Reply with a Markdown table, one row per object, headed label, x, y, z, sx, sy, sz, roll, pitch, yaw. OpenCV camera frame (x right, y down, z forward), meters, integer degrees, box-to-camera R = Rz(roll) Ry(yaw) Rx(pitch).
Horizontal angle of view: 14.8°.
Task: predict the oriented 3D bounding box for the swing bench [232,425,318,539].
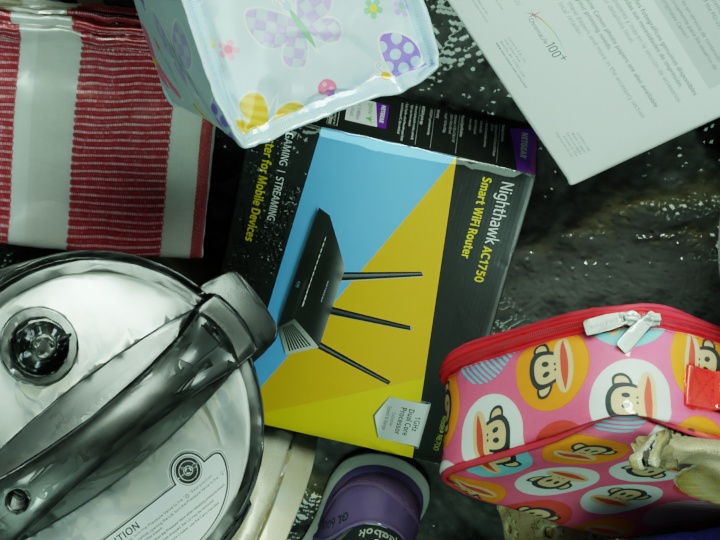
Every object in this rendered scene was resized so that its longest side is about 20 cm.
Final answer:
| label | x | y | z | sx | sy | sz | roll | pitch | yaw |
| --- | --- | --- | --- | --- | --- | --- | --- | --- | --- |
| swing bench | -0.159 | 0.142 | 1.541 | 0.198 | 0.130 | 0.200 | 27 | 127 | -10 |

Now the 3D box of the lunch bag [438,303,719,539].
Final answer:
| label | x | y | z | sx | sy | sz | roll | pitch | yaw |
| --- | --- | --- | --- | --- | --- | --- | --- | --- | --- |
| lunch bag | 0.155 | 0.078 | 1.412 | 0.199 | 0.082 | 0.176 | 18 | 154 | -41 |

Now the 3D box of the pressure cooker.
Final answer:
| label | x | y | z | sx | sy | sz | roll | pitch | yaw |
| --- | --- | --- | --- | --- | --- | --- | --- | --- | --- |
| pressure cooker | -0.140 | 0.078 | 1.366 | 0.177 | 0.200 | 0.177 | 11 | 85 | -13 |

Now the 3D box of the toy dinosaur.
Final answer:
| label | x | y | z | sx | sy | sz | roll | pitch | yaw |
| --- | --- | --- | --- | --- | --- | --- | --- | --- | --- |
| toy dinosaur | 0.208 | 0.109 | 1.358 | 0.101 | 0.059 | 0.200 | -11 | 147 | 35 |

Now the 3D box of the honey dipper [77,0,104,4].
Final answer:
| label | x | y | z | sx | sy | sz | roll | pitch | yaw |
| --- | --- | --- | --- | --- | --- | --- | --- | --- | --- |
| honey dipper | -0.142 | -0.144 | 1.383 | 0.038 | 0.038 | 0.201 | -15 | 121 | 19 |

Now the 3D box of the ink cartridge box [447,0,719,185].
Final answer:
| label | x | y | z | sx | sy | sz | roll | pitch | yaw |
| --- | --- | --- | --- | --- | --- | --- | --- | --- | --- |
| ink cartridge box | 0.127 | -0.167 | 1.293 | 0.175 | 0.084 | 0.200 | -23 | 120 | 22 |

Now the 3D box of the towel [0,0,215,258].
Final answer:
| label | x | y | z | sx | sy | sz | roll | pitch | yaw |
| --- | --- | --- | --- | --- | --- | --- | --- | --- | --- |
| towel | -0.172 | -0.071 | 1.371 | 0.199 | 0.023 | 0.145 | 6 | 126 | -3 |

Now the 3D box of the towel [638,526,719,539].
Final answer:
| label | x | y | z | sx | sy | sz | roll | pitch | yaw |
| --- | --- | --- | --- | --- | --- | --- | --- | --- | --- |
| towel | 0.180 | 0.171 | 1.478 | 0.199 | 0.050 | 0.148 | -8 | 165 | -22 |

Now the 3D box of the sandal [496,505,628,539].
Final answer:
| label | x | y | z | sx | sy | sz | roll | pitch | yaw |
| --- | --- | --- | --- | --- | --- | --- | --- | --- | --- |
| sandal | 0.116 | 0.152 | 1.542 | 0.077 | 0.070 | 0.213 | -3 | 126 | 11 |

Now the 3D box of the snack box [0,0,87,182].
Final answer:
| label | x | y | z | sx | sy | sz | roll | pitch | yaw |
| --- | --- | --- | --- | --- | --- | --- | --- | --- | --- |
| snack box | -0.253 | -0.113 | 1.402 | 0.199 | 0.068 | 0.169 | -14 | 124 | 15 |

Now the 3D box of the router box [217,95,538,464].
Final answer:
| label | x | y | z | sx | sy | sz | roll | pitch | yaw |
| --- | --- | --- | --- | --- | --- | --- | --- | --- | --- |
| router box | 0.000 | 0.000 | 1.457 | 0.148 | 0.051 | 0.201 | 12 | 127 | -2 |

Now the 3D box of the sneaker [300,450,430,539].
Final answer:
| label | x | y | z | sx | sy | sz | roll | pitch | yaw |
| --- | --- | --- | --- | --- | --- | --- | --- | --- | --- |
| sneaker | -0.018 | 0.202 | 1.589 | 0.075 | 0.088 | 0.201 | 14 | 128 | -3 |

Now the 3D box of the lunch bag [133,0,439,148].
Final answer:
| label | x | y | z | sx | sy | sz | roll | pitch | yaw |
| --- | --- | --- | --- | --- | --- | --- | --- | --- | --- |
| lunch bag | -0.061 | -0.170 | 1.239 | 0.126 | 0.170 | 0.201 | -19 | 105 | -10 |

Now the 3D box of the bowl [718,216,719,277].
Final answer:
| label | x | y | z | sx | sy | sz | roll | pitch | yaw |
| --- | --- | --- | --- | --- | --- | --- | --- | --- | --- |
| bowl | 0.240 | -0.024 | 1.333 | 0.104 | 0.201 | 0.202 | 10 | 130 | 25 |
